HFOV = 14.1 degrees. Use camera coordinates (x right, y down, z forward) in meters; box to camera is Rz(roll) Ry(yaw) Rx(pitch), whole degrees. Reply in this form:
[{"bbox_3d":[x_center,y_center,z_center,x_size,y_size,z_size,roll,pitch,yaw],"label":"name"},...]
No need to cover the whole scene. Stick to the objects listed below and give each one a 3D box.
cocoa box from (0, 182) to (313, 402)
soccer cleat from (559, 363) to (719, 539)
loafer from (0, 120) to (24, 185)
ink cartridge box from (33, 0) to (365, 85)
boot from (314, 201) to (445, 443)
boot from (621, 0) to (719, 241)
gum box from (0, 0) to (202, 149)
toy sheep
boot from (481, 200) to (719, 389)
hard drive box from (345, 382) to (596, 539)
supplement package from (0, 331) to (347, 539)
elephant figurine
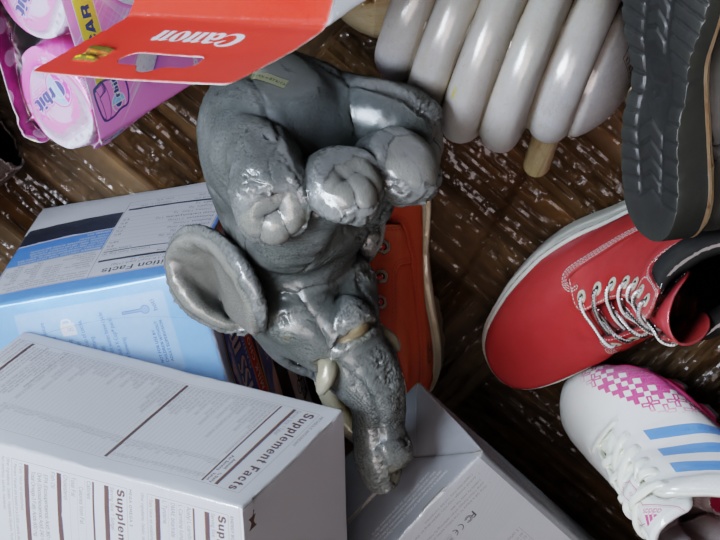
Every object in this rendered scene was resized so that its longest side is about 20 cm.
[{"bbox_3d":[-0.113,0.070,1.655,0.133,0.131,0.201,-10,113,15],"label":"cocoa box"},{"bbox_3d":[0.167,0.111,1.598,0.200,0.086,0.070,28,131,41],"label":"soccer cleat"},{"bbox_3d":[-0.248,-0.124,1.630,0.071,0.073,0.201,-19,120,14],"label":"loafer"},{"bbox_3d":[-0.054,-0.159,1.467,0.160,0.200,0.047,8,125,47],"label":"ink cartridge box"},{"bbox_3d":[0.000,0.000,1.616,0.075,0.107,0.201,-7,111,17],"label":"boot"},{"bbox_3d":[0.208,-0.120,1.482,0.138,0.077,0.201,-8,119,-25],"label":"boot"},{"bbox_3d":[-0.146,-0.173,1.548,0.066,0.113,0.201,5,120,39],"label":"gum box"},{"bbox_3d":[0.077,-0.123,1.531,0.199,0.138,0.139,19,117,2],"label":"toy sheep"},{"bbox_3d":[0.139,0.021,1.576,0.200,0.144,0.072,-36,105,25],"label":"boot"},{"bbox_3d":[0.049,0.183,1.632,0.156,0.077,0.200,-45,132,1],"label":"hard drive box"},{"bbox_3d":[-0.118,0.122,1.516,0.199,0.114,0.110,13,120,25],"label":"supplement package"},{"bbox_3d":[-0.033,-0.005,1.518,0.141,0.156,0.201,5,134,-6],"label":"elephant figurine"}]
